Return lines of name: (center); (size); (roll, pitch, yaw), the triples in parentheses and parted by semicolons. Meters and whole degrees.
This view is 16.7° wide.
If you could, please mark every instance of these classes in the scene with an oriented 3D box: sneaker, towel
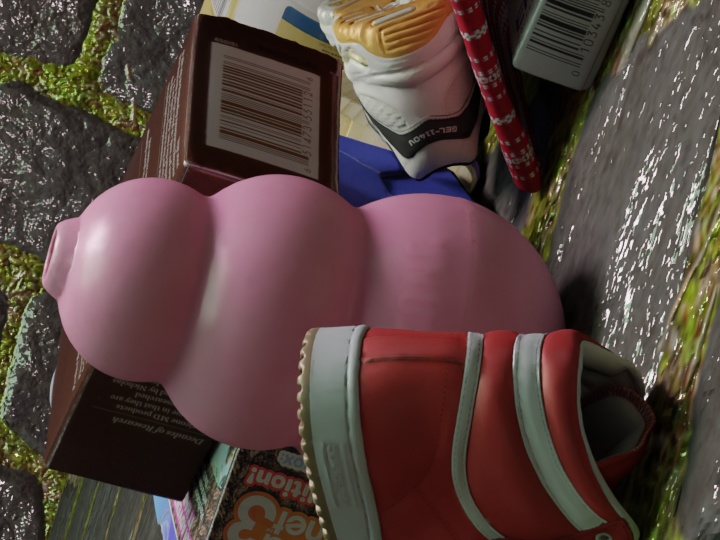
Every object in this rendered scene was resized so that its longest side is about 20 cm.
sneaker: (0.024, -0.094, 1.179); (0.200, 0.075, 0.088); (-74, -34, -75)
towel: (0.043, -0.151, 1.075); (0.145, 0.022, 0.201); (-94, -15, -56)
sneaker: (0.051, 0.093, 0.847); (0.200, 0.112, 0.071); (74, -163, -46)

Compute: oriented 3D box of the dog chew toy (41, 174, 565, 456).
dog chew toy: (-0.024, 0.019, 0.950); (0.125, 0.199, 0.125); (-164, 90, -77)

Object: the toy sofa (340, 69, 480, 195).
toy sofa: (0.000, 0.000, 1.276); (0.083, 0.097, 0.201); (-32, -34, -65)

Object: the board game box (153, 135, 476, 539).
board game box: (-0.018, 0.053, 1.140); (0.160, 0.096, 0.201); (-115, 44, -69)

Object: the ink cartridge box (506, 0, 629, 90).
ink cartridge box: (0.112, -0.208, 1.074); (0.200, 0.043, 0.197); (-92, 21, -61)

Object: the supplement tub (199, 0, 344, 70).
supplement tub: (-0.026, -0.115, 1.387); (0.145, 0.144, 0.200); (-83, 15, -49)

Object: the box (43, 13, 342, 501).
box: (-0.075, -0.001, 1.078); (0.100, 0.075, 0.200); (-90, 23, -45)
